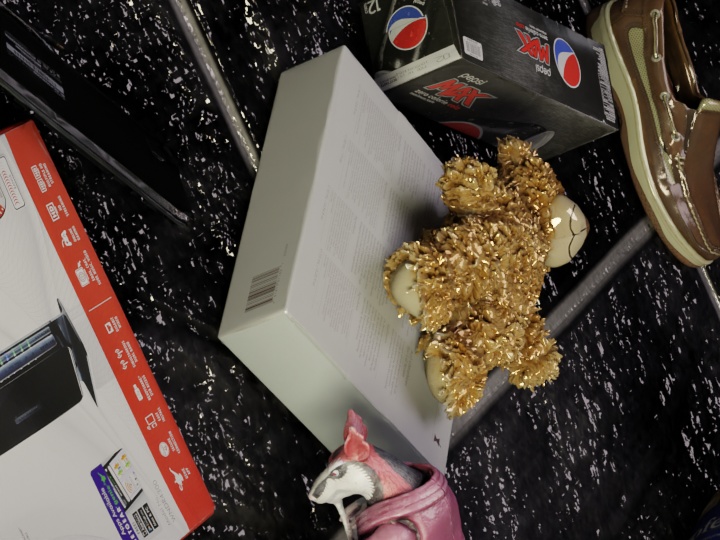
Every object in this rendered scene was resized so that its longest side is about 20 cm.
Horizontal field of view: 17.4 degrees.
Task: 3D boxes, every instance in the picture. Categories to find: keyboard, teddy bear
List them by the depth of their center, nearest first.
[{"bbox_3d":[-0.162,-0.087,1.083,0.200,0.040,0.104,41,14,-29],"label":"keyboard"},{"bbox_3d":[0.076,0.000,1.306,0.200,0.066,0.146,-16,91,-60],"label":"teddy bear"}]

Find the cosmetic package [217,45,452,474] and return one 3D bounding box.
[{"bbox_3d":[0.000,0.000,1.295,0.151,0.051,0.201,46,38,-33],"label":"cosmetic package"}]

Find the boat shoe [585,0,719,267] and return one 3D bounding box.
[{"bbox_3d":[0.229,-0.104,1.693,0.075,0.074,0.204,-31,99,-59],"label":"boat shoe"}]

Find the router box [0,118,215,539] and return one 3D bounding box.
[{"bbox_3d":[-0.162,0.057,1.008,0.179,0.049,0.201,-38,105,-58],"label":"router box"}]

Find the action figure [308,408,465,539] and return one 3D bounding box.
[{"bbox_3d":[0.033,0.161,1.178,0.134,0.148,0.201,-53,132,-48],"label":"action figure"}]

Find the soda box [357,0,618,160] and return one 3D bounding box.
[{"bbox_3d":[0.083,-0.126,1.477,0.199,0.070,0.064,17,57,-54],"label":"soda box"}]

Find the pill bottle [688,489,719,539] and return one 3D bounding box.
[{"bbox_3d":[0.266,0.202,1.539,0.116,0.115,0.200,62,31,-12],"label":"pill bottle"}]
